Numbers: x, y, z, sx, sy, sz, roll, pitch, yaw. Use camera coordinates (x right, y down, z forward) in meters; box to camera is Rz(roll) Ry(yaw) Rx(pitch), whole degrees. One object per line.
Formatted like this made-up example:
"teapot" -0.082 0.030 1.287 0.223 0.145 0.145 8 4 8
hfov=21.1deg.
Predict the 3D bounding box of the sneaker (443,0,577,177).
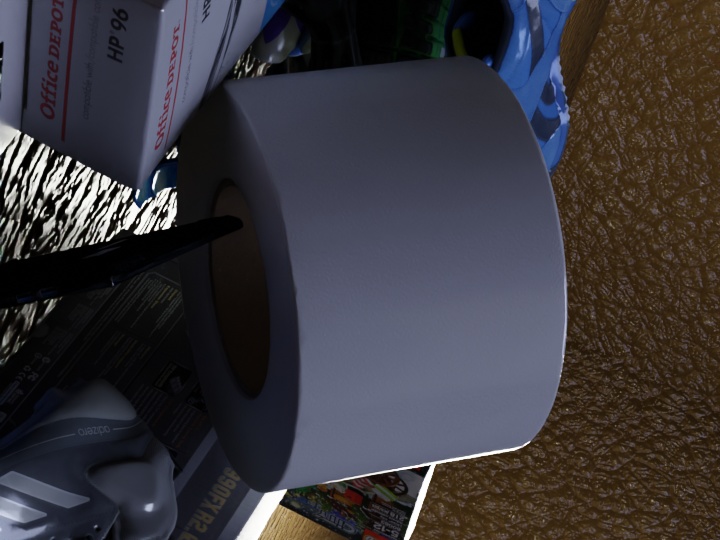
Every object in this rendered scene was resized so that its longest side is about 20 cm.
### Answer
"sneaker" 0.070 -0.106 1.034 0.078 0.066 0.201 -37 150 -28

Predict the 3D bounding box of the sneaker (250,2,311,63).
"sneaker" -0.020 -0.186 1.079 0.200 0.080 0.148 90 23 -83

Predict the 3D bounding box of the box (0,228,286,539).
"box" -0.110 0.080 1.038 0.200 0.157 0.049 -57 169 -46

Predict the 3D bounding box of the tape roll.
"tape roll" 0.000 0.000 0.965 0.202 0.138 0.205 172 -90 -71

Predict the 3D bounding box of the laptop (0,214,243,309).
"laptop" -0.157 0.053 0.851 0.177 0.198 0.104 -35 113 -74

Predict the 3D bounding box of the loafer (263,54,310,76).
"loafer" -0.035 -0.073 1.170 0.072 0.062 0.202 104 -27 -57

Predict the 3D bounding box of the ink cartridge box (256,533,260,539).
"ink cartridge box" -0.156 0.174 1.068 0.201 0.144 0.084 -60 171 -27

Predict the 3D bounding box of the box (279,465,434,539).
"box" -0.044 0.130 1.438 0.038 0.198 0.137 -59 170 -35

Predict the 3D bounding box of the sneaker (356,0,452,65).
"sneaker" 0.044 -0.152 1.076 0.085 0.078 0.201 -11 139 -53

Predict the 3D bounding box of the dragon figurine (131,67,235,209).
"dragon figurine" -0.091 -0.054 1.101 0.059 0.099 0.200 -61 -170 -27

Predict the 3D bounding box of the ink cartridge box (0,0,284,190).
"ink cartridge box" -0.093 -0.121 0.863 0.201 0.067 0.117 -57 169 -38

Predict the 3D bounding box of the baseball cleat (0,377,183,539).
"baseball cleat" -0.151 0.123 0.882 0.200 0.106 0.070 -42 172 -45

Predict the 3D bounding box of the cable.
"cable" -0.024 -0.145 1.030 0.097 0.050 0.201 -40 137 -25
